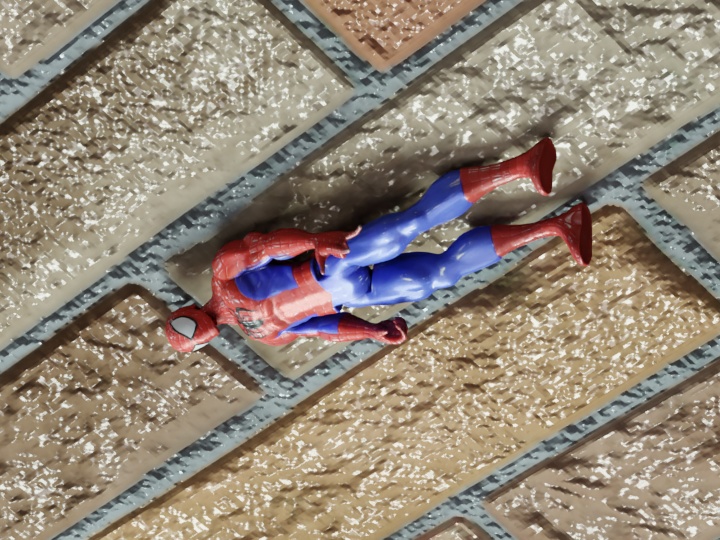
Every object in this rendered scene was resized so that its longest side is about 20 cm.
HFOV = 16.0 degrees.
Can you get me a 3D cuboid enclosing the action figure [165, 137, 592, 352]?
[{"bbox_3d":[0.000,0.000,1.127,0.199,0.052,0.066,-17,128,25],"label":"action figure"}]
